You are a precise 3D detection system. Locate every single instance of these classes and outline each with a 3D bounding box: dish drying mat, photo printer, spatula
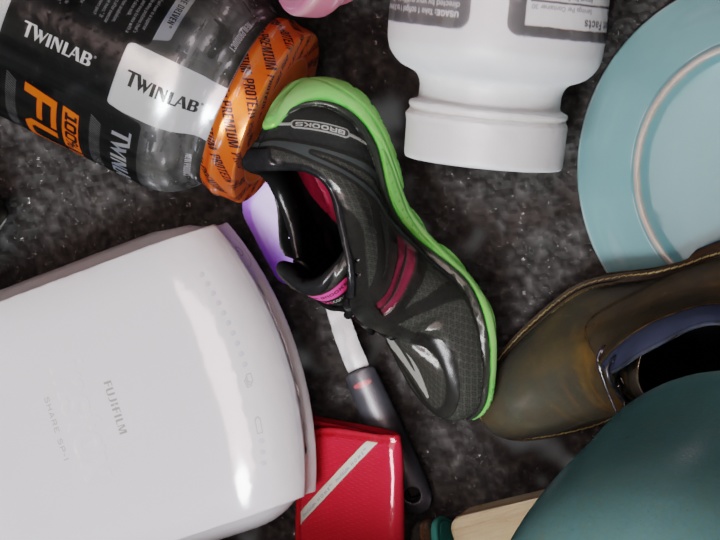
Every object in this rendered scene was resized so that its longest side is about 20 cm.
[{"bbox_3d":[-0.008,0.182,1.226,0.076,0.018,0.202,7,98,39],"label":"dish drying mat"},{"bbox_3d":[-0.125,0.073,1.228,0.199,0.069,0.168,-19,87,19],"label":"photo printer"},{"bbox_3d":[-0.006,0.038,1.224,0.056,0.021,0.201,-22,90,14],"label":"spatula"}]

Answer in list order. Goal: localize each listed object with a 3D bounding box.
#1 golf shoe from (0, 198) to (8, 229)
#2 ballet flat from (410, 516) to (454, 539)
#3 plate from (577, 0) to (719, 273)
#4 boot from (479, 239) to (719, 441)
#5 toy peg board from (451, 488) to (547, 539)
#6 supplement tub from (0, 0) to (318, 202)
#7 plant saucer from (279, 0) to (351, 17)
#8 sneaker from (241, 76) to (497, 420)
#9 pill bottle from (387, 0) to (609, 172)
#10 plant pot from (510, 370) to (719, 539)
[{"bbox_3d":[-0.255,-0.002,1.191,0.094,0.200,0.078,-29,99,25],"label":"golf shoe"},{"bbox_3d":[0.064,0.229,1.203,0.068,0.068,0.201,-32,86,23],"label":"ballet flat"},{"bbox_3d":[0.206,-0.050,1.159,0.198,0.026,0.202,1,96,15],"label":"plate"},{"bbox_3d":[0.127,0.046,1.138,0.199,0.097,0.075,-29,96,29],"label":"boot"},{"bbox_3d":[0.178,0.183,1.132,0.199,0.098,0.201,-17,94,34],"label":"toy peg board"},{"bbox_3d":[-0.130,-0.120,1.189,0.199,0.122,0.123,25,101,12],"label":"supplement tub"},{"bbox_3d":[-0.003,-0.224,1.124,0.050,0.200,0.202,4,97,-16],"label":"plant saucer"},{"bbox_3d":[0.000,0.000,1.165,0.077,0.084,0.201,-9,119,52],"label":"sneaker"},{"bbox_3d":[0.071,-0.153,1.140,0.110,0.111,0.202,8,97,14],"label":"pill bottle"},{"bbox_3d":[0.143,0.162,0.993,0.199,0.161,0.202,9,108,29],"label":"plant pot"}]
